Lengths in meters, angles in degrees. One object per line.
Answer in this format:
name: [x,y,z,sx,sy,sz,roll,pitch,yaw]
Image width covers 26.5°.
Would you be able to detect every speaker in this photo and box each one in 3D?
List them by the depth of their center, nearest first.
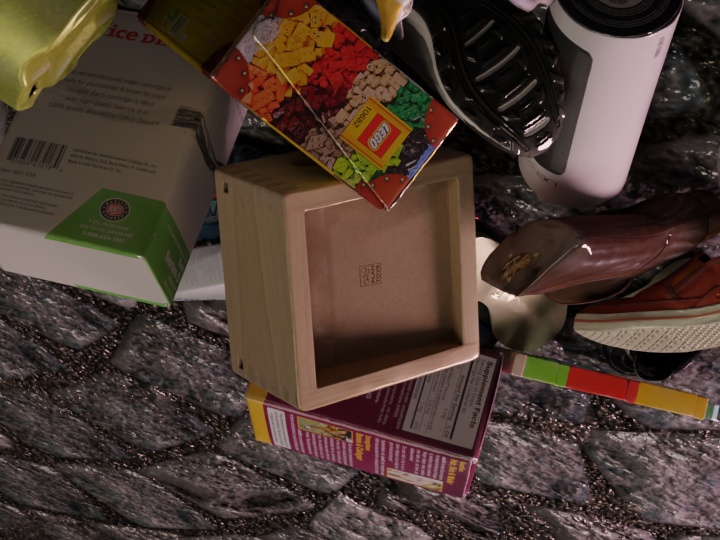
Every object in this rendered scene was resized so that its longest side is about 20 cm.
speaker: [0.152,-0.123,0.993,0.081,0.081,0.200,16,153,7]

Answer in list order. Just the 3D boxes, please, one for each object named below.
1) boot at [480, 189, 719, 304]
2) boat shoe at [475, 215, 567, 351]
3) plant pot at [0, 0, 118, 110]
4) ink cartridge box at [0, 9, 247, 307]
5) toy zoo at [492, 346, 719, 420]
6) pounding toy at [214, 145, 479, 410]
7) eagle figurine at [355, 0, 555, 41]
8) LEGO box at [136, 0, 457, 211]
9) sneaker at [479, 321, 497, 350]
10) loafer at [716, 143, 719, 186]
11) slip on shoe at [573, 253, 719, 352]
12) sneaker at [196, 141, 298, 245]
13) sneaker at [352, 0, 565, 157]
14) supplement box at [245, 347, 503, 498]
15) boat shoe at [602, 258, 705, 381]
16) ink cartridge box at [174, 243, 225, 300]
boot: [0.142,-0.004,1.110,0.200,0.064,0.186,-16,168,-44]
boat shoe: [0.111,0.007,1.282,0.201,0.074,0.063,37,-173,-48]
plant pot: [-0.238,-0.203,0.932,0.184,0.200,0.200,40,150,-5]
ink cartridge box: [-0.182,-0.089,1.147,0.145,0.200,0.084,12,154,15]
toy zoo: [0.217,0.100,1.332,0.200,0.020,0.131,13,179,-4]
pounding toy: [0.000,0.000,1.128,0.142,0.200,0.184,23,122,54]
eagle figurine: [0.028,-0.195,0.821,0.152,0.151,0.200,41,-164,11]
LEGO box: [-0.047,-0.134,1.002,0.149,0.077,0.200,36,-177,-29]
sneaker: [0.037,0.047,1.389,0.200,0.074,0.082,-4,143,37]
loafer: [0.269,-0.069,1.022,0.070,0.070,0.200,9,151,20]
slip on shoe: [0.254,0.021,1.148,0.200,0.061,0.074,-15,154,33]
sneaker: [-0.125,-0.075,1.263,0.200,0.079,0.096,-14,117,26]
sneaker: [0.057,-0.150,0.964,0.200,0.074,0.079,51,172,15]
supplement box: [0.012,0.109,1.314,0.200,0.103,0.131,16,158,6]
boat shoe: [0.248,0.059,1.273,0.074,0.066,0.199,23,153,-9]
ink cartridge box: [-0.048,-0.004,1.282,0.200,0.041,0.200,0,172,-44]
